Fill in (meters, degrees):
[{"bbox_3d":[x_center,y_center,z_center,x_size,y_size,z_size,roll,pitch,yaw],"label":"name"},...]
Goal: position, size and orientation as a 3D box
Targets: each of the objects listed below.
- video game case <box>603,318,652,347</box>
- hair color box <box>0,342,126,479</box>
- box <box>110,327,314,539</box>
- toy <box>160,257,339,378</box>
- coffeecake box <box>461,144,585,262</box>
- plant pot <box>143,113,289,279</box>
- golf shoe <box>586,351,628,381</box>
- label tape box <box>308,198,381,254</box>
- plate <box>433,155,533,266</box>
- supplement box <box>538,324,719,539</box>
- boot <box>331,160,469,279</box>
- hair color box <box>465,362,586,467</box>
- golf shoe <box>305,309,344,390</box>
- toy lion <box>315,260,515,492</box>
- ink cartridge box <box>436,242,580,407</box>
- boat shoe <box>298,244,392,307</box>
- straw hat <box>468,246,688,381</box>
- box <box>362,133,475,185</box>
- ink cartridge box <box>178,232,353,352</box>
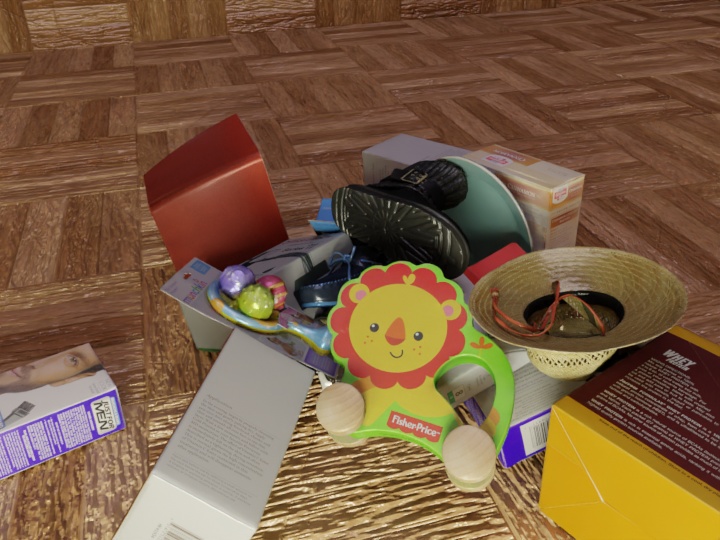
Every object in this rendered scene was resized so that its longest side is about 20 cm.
[{"bbox_3d":[0.289,0.056,0.870,0.182,0.023,0.199,30,7,42],"label":"video game case"},{"bbox_3d":[-0.375,0.161,0.789,0.199,0.065,0.109,-19,34,-30],"label":"hair color box"},{"bbox_3d":[-0.131,0.171,0.669,0.097,0.125,0.200,30,31,-6],"label":"box"},{"bbox_3d":[-0.100,0.035,0.773,0.199,0.047,0.115,31,16,-4],"label":"toy"},{"bbox_3d":[0.212,-0.052,0.989,0.073,0.201,0.153,-23,36,-33],"label":"coffeecake box"},{"bbox_3d":[-0.225,-0.096,1.115,0.175,0.201,0.200,-21,33,-8],"label":"plant pot"},{"bbox_3d":[0.253,0.087,0.859,0.072,0.093,0.200,-16,32,-21],"label":"golf shoe"},{"bbox_3d":[0.017,-0.059,1.029,0.143,0.200,0.064,4,73,10],"label":"label tape box"},{"bbox_3d":[0.156,-0.063,0.949,0.025,0.201,0.200,-33,41,-25],"label":"plate"},{"bbox_3d":[0.307,0.180,0.653,0.199,0.134,0.197,-23,36,-31],"label":"supplement box"},{"bbox_3d":[0.084,-0.069,0.862,0.157,0.080,0.211,-19,39,-39],"label":"boot"},{"bbox_3d":[0.161,0.110,0.807,0.109,0.065,0.200,-23,38,-5],"label":"hair color box"},{"bbox_3d":[0.006,0.126,0.839,0.199,0.078,0.095,21,55,35],"label":"golf shoe"},{"bbox_3d":[0.056,0.087,0.694,0.199,0.069,0.193,16,68,18],"label":"toy lion"},{"bbox_3d":[0.127,0.043,0.789,0.199,0.050,0.161,-30,44,-6],"label":"ink cartridge box"},{"bbox_3d":[0.000,0.000,0.893,0.084,0.069,0.199,-3,8,42],"label":"boat shoe"},{"bbox_3d":[0.204,0.058,0.693,0.199,0.086,0.201,-7,27,3],"label":"straw hat"},{"bbox_3d":[0.110,-0.115,1.152,0.199,0.153,0.106,23,39,35],"label":"box"},{"bbox_3d":[-0.112,0.027,0.941,0.146,0.084,0.199,-5,20,48],"label":"ink cartridge box"}]
